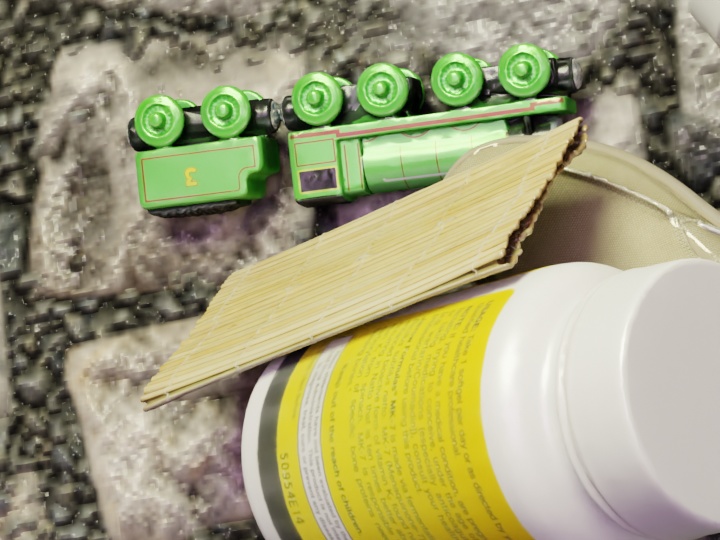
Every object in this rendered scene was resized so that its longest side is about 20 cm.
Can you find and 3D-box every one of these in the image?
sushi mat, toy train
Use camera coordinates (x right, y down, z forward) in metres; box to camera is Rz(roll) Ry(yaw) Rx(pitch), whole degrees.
[{"bbox_3d":[0.000,0.000,1.007,0.200,0.096,0.012,-23,110,39],"label":"sushi mat"},{"bbox_3d":[-0.003,-0.056,1.080,0.199,0.042,0.057,-6,88,15],"label":"toy train"}]

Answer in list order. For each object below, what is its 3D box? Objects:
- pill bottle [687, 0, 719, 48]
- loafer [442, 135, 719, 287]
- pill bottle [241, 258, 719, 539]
[{"bbox_3d":[0.219,-0.057,0.973,0.112,0.112,0.200,-42,70,6],"label":"pill bottle"},{"bbox_3d":[0.114,0.005,1.006,0.200,0.068,0.076,24,110,19],"label":"loafer"},{"bbox_3d":[0.058,0.060,0.955,0.200,0.114,0.115,-16,72,48],"label":"pill bottle"}]
